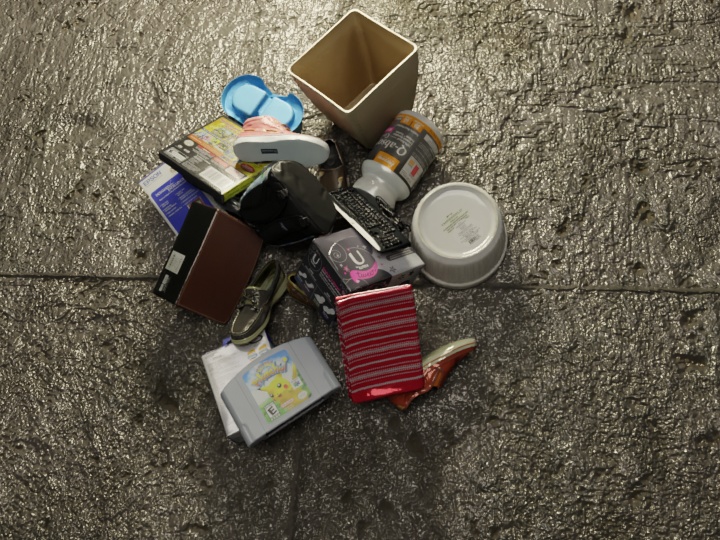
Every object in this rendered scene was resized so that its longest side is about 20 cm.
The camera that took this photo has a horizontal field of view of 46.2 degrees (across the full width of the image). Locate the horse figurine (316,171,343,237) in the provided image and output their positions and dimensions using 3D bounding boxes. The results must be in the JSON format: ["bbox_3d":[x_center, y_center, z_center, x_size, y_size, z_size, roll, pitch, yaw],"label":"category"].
[{"bbox_3d":[-0.108,-0.145,1.722,0.199,0.050,0.134,24,111,36],"label":"horse figurine"}]

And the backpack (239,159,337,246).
[{"bbox_3d":[-0.147,-0.124,1.619,0.163,0.199,0.154,46,45,-14],"label":"backpack"}]

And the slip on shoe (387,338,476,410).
[{"bbox_3d":[0.136,0.191,1.578,0.199,0.074,0.062,-34,91,-7],"label":"slip on shoe"}]

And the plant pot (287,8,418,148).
[{"bbox_3d":[0.004,-0.376,1.746,0.200,0.178,0.200,-44,57,-10],"label":"plant pot"}]

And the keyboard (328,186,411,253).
[{"bbox_3d":[0.023,-0.111,1.602,0.103,0.040,0.200,-14,47,-36],"label":"keyboard"}]

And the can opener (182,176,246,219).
[{"bbox_3d":[-0.289,-0.170,1.733,0.199,0.079,0.064,38,85,27],"label":"can opener"}]

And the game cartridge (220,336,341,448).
[{"bbox_3d":[-0.150,0.213,1.540,0.199,0.041,0.134,-33,64,-8],"label":"game cartridge"}]

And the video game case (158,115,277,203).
[{"bbox_3d":[-0.284,-0.234,1.740,0.199,0.026,0.180,33,53,27],"label":"video game case"}]

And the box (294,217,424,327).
[{"bbox_3d":[0.000,0.000,1.592,0.198,0.115,0.133,-19,62,-39],"label":"box"}]

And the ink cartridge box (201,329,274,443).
[{"bbox_3d":[-0.214,0.206,1.608,0.135,0.077,0.202,-22,68,-4],"label":"ink cartridge box"}]

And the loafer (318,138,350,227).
[{"bbox_3d":[-0.060,-0.184,1.746,0.072,0.071,0.203,-14,67,2],"label":"loafer"}]

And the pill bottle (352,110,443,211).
[{"bbox_3d":[0.073,-0.216,1.717,0.116,0.117,0.201,30,74,18],"label":"pill bottle"}]

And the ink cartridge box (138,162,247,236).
[{"bbox_3d":[-0.338,-0.169,1.793,0.197,0.047,0.200,-38,67,-7],"label":"ink cartridge box"}]

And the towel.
[{"bbox_3d":[0.036,0.132,1.502,0.142,0.023,0.203,-10,107,-5],"label":"towel"}]

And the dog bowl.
[{"bbox_3d":[-0.210,-0.348,1.843,0.198,0.050,0.112,29,74,18],"label":"dog bowl"}]

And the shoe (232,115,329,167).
[{"bbox_3d":[-0.154,-0.267,1.707,0.197,0.072,0.092,3,48,10],"label":"shoe"}]

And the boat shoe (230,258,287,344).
[{"bbox_3d":[-0.203,0.056,1.633,0.071,0.067,0.202,1,40,27],"label":"boat shoe"}]

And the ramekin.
[{"bbox_3d":[0.190,-0.076,1.652,0.197,0.105,0.203,-2,68,6],"label":"ramekin"}]

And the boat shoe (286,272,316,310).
[{"bbox_3d":[-0.055,0.057,1.650,0.197,0.068,0.073,15,71,13],"label":"boat shoe"}]

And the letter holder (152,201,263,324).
[{"bbox_3d":[-0.299,-0.013,1.693,0.100,0.141,0.202,18,83,47],"label":"letter holder"}]
